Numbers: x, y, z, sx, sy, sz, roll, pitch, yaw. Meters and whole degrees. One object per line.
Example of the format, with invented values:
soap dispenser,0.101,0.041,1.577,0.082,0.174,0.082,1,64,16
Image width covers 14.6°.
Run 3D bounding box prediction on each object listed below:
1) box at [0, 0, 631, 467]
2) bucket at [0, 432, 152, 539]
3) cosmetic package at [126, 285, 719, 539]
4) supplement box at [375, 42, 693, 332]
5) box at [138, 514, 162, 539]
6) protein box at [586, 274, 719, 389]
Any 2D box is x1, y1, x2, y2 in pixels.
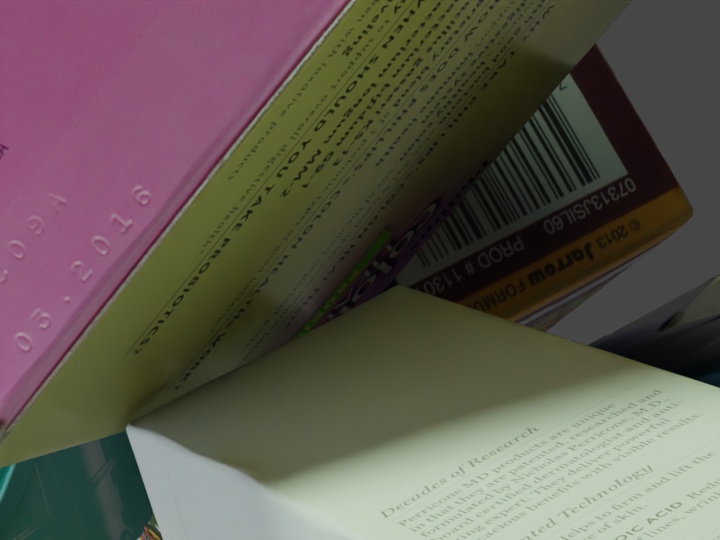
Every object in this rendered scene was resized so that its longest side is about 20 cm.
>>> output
box,-0.025,-0.060,0.633,0.097,0.200,0.176,43,106,12
bucket,-0.164,0.033,0.847,0.207,0.207,0.135,20,135,55
cosmetic package,0.043,0.081,0.566,0.200,0.081,0.113,13,126,58
supplement box,0.000,0.000,0.850,0.086,0.110,0.200,61,155,7
box,-0.096,0.061,1.039,0.200,0.038,0.137,33,158,43
protein box,0.130,0.099,0.669,0.200,0.135,0.199,63,155,-1
